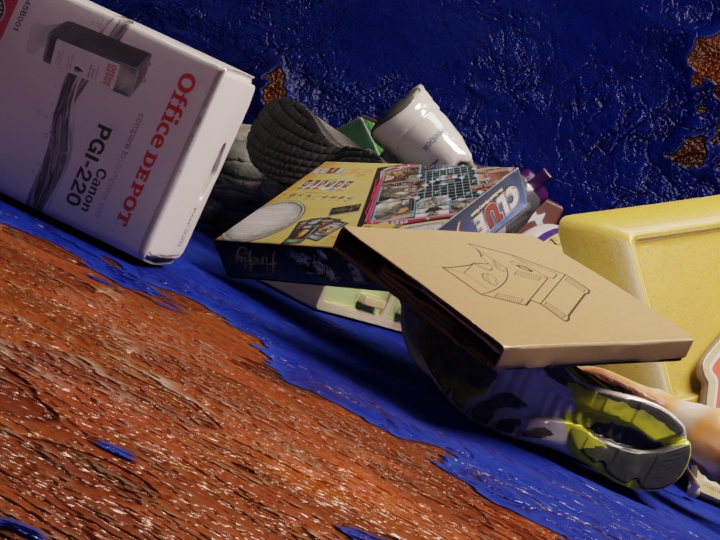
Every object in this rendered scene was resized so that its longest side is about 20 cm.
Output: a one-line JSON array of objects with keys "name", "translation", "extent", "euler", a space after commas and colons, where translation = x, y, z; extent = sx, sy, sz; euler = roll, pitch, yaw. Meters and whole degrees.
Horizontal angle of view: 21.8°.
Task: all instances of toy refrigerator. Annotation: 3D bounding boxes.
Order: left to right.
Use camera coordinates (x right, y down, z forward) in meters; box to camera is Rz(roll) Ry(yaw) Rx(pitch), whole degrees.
[{"name": "toy refrigerator", "translation": [0.000, 0.000, 1.589], "extent": [0.070, 0.076, 0.200], "euler": [27, 3, 26]}]

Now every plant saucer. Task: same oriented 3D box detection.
[{"name": "plant saucer", "translation": [0.272, 0.036, 1.509], "extent": [0.200, 0.200, 0.048], "euler": [-8, -11, -32]}]

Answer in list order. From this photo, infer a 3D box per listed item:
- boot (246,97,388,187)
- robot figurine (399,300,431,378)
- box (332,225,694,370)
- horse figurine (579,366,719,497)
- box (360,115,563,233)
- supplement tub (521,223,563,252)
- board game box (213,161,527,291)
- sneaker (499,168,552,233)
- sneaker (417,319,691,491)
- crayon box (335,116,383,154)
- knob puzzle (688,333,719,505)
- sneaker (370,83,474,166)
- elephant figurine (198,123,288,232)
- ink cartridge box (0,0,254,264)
[{"name": "boot", "translation": [-0.004, -0.071, 1.598], "extent": [0.132, 0.070, 0.200], "euler": [31, 6, -45]}, {"name": "robot figurine", "translation": [0.105, 0.039, 1.420], "extent": [0.200, 0.113, 0.170], "euler": [19, 46, -60]}, {"name": "box", "translation": [0.102, 0.016, 1.244], "extent": [0.200, 0.021, 0.163], "euler": [0, 28, -45]}, {"name": "horse figurine", "translation": [0.242, 0.130, 1.331], "extent": [0.200, 0.050, 0.133], "euler": [30, -18, 49]}, {"name": "box", "translation": [0.070, -0.044, 1.964], "extent": [0.164, 0.166, 0.200], "euler": [24, 3, -30]}, {"name": "supplement tub", "translation": [0.214, 0.058, 1.633], "extent": [0.200, 0.146, 0.145], "euler": [27, 4, 31]}, {"name": "board game box", "translation": [0.007, -0.035, 1.395], "extent": [0.200, 0.035, 0.135], "euler": [5, 33, 44]}, {"name": "sneaker", "translation": [0.121, -0.048, 1.675], "extent": [0.074, 0.087, 0.200], "euler": [57, -8, -3]}, {"name": "sneaker", "translation": [0.125, 0.091, 1.273], "extent": [0.200, 0.075, 0.085], "euler": [32, -5, 2]}, {"name": "crayon box", "translation": [0.040, -0.039, 1.762], "extent": [0.200, 0.051, 0.127], "euler": [66, 15, 10]}, {"name": "knob puzzle", "translation": [0.352, 0.108, 1.488], "extent": [0.219, 0.220, 0.030], "euler": [23, -26, -22]}, {"name": "sneaker", "translation": [0.059, -0.090, 1.624], "extent": [0.087, 0.075, 0.200], "euler": [46, -2, 11]}, {"name": "elephant figurine", "translation": [-0.102, -0.090, 1.749], "extent": [0.200, 0.155, 0.142], "euler": [10, 53, -62]}, {"name": "ink cartridge box", "translation": [-0.194, -0.109, 1.290], "extent": [0.200, 0.146, 0.085], "euler": [25, 5, 8]}]
